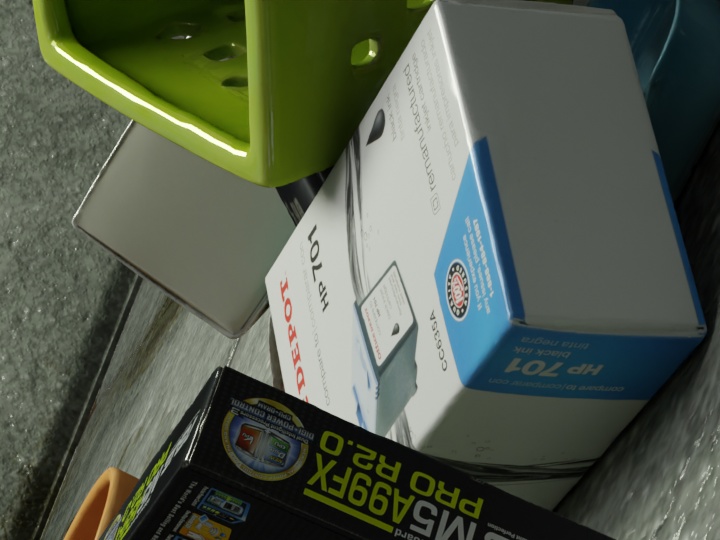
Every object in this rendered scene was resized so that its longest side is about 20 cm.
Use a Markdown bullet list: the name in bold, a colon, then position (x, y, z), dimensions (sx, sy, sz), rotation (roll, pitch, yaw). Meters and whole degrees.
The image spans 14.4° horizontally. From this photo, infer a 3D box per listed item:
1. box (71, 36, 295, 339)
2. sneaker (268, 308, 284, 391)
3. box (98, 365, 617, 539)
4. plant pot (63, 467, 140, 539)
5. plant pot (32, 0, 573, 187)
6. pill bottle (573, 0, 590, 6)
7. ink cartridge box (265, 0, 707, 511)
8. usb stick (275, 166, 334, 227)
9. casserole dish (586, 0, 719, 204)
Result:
- **box**: position (-0.054, -0.065, 1.521), dimensions (0.128, 0.109, 0.200), rotation (-56, -2, 17)
- **sneaker**: position (-0.010, 0.032, 1.463), dimensions (0.080, 0.071, 0.200), rotation (-77, -2, -53)
- **box**: position (-0.016, 0.125, 1.057), dimensions (0.200, 0.160, 0.044), rotation (-53, 14, 55)
- **plant pot**: position (-0.097, 0.214, 1.377), dimensions (0.200, 0.140, 0.200), rotation (-156, 90, -82)
- **plant pot**: position (-0.021, -0.170, 1.200), dimensions (0.200, 0.181, 0.199), rotation (32, 131, 50)
- **pill bottle**: position (0.084, -0.178, 1.401), dimensions (0.200, 0.116, 0.116), rotation (-105, 39, -75)
- **ink cartridge box**: position (0.042, 0.013, 1.109), dimensions (0.200, 0.086, 0.147), rotation (125, 141, -49)
- **usb stick**: position (0.000, 0.000, 1.291), dimensions (0.033, 0.200, 0.055), rotation (-25, -9, -14)
- **casserole dish**: position (0.115, -0.073, 1.194), dimensions (0.200, 0.039, 0.121), rotation (-89, 24, -70)
